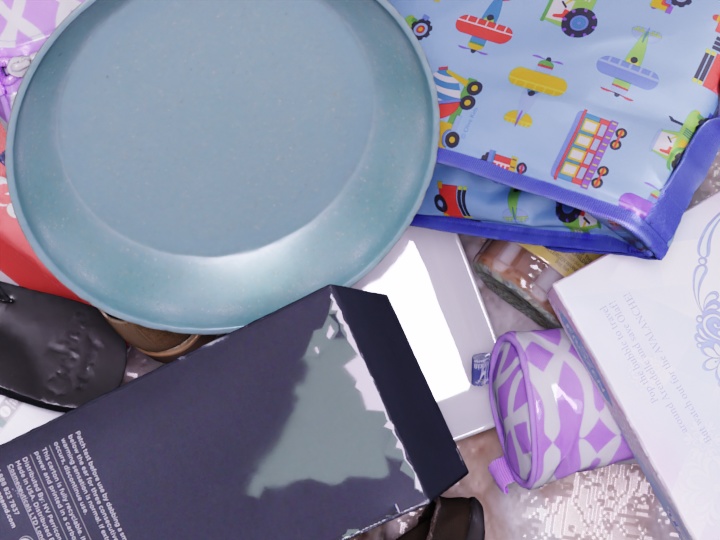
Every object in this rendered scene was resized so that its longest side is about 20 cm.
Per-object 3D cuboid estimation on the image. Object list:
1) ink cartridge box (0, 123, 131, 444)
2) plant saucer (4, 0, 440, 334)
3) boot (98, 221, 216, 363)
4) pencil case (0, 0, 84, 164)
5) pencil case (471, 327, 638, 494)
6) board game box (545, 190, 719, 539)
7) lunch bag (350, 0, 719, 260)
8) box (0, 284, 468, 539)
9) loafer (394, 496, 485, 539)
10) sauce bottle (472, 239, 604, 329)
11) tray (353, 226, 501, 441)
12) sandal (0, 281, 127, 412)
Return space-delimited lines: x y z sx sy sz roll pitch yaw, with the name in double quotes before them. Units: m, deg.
"ink cartridge box" -0.197 0.013 1.082 0.161 0.050 0.201 38 86 1
"plant saucer" -0.063 -0.063 0.971 0.198 0.036 0.201 -7 125 -10
"boot" -0.096 -0.060 1.061 0.073 0.075 0.202 -3 73 23
"pencil case" -0.093 -0.126 1.008 0.199 0.085 0.085 -24 91 -7
"pencil case" 0.160 0.066 1.069 0.198 0.084 0.086 -5 119 -9
"board game box" 0.221 0.048 1.001 0.198 0.043 0.201 -28 83 -5
"lunch bag" 0.101 -0.092 1.020 0.199 0.094 0.151 14 67 39
"box" -0.057 0.092 0.991 0.181 0.200 0.105 -25 85 6
"loafer" -0.011 0.186 1.061 0.071 0.073 0.201 37 84 -1
"sauce bottle" 0.136 -0.065 1.100 0.064 0.065 0.201 35 82 1
"tray" 0.000 0.000 1.106 0.107 0.022 0.202 -20 86 -6
"sandal" -0.210 0.020 1.038 0.198 0.045 0.076 12 70 -9
